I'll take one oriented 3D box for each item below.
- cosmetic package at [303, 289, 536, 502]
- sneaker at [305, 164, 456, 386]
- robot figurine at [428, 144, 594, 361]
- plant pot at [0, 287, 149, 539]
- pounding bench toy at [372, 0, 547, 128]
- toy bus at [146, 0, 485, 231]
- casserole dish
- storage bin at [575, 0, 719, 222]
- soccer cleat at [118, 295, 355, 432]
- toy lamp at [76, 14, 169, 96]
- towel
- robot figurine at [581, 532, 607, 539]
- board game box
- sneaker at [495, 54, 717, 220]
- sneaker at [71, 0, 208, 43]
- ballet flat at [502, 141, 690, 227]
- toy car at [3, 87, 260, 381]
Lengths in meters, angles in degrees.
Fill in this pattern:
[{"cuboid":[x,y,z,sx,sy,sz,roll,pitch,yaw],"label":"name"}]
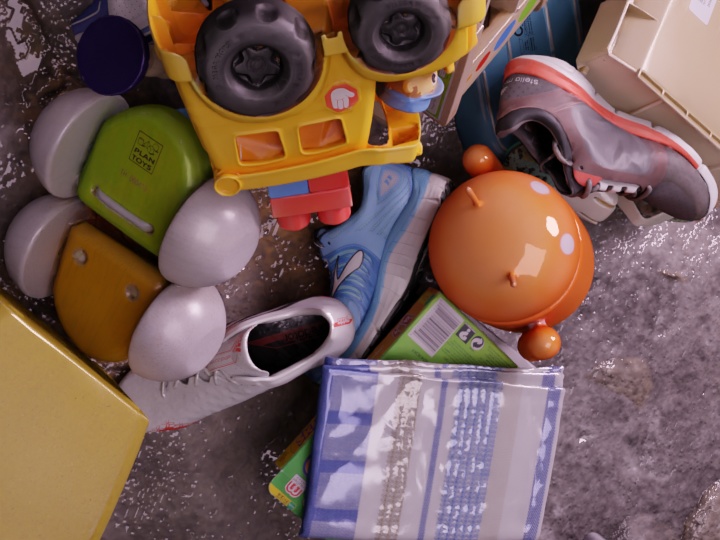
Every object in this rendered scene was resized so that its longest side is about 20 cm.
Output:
[{"cuboid":[0.044,0.130,1.131,0.108,0.085,0.200,37,87,-21],"label":"cosmetic package"},{"cuboid":[0.000,0.000,1.099,0.090,0.078,0.200,29,106,13],"label":"sneaker"},{"cuboid":[0.118,-0.011,1.053,0.117,0.200,0.144,18,88,17],"label":"robot figurine"},{"cuboid":[-0.263,0.115,0.949,0.200,0.200,0.176,44,82,-24],"label":"plant pot"},{"cuboid":[0.061,-0.206,1.022,0.124,0.200,0.156,36,69,9],"label":"pounding bench toy"},{"cuboid":[-0.016,-0.118,0.872,0.200,0.136,0.192,-12,128,2],"label":"toy bus"},{"cuboid":[0.131,-0.174,1.117,0.121,0.039,0.200,-16,107,-17],"label":"casserole dish"},{"cuboid":[0.269,-0.180,1.103,0.199,0.094,0.200,35,67,-24],"label":"storage bin"},{"cuboid":[-0.099,0.070,1.038,0.200,0.085,0.069,-20,86,4],"label":"soccer cleat"},{"cuboid":[-0.117,-0.143,0.958,0.058,0.200,0.058,2,94,22],"label":"toy lamp"},{"cuboid":[0.057,0.138,1.053,0.200,0.024,0.147,4,101,-17],"label":"towel"},{"cuboid":[0.182,0.334,1.220,0.170,0.113,0.200,32,90,-10],"label":"robot figurine"},{"cuboid":[0.023,0.118,1.064,0.096,0.030,0.200,43,83,-19],"label":"board game box"},{"cuboid":[0.179,-0.079,1.047,0.200,0.077,0.082,31,66,-14],"label":"sneaker"},{"cuboid":[-0.125,-0.240,0.956,0.199,0.081,0.115,-29,93,24],"label":"sneaker"},{"cuboid":[0.209,-0.069,1.135,0.200,0.074,0.074,1,103,-30],"label":"ballet flat"},{"cuboid":[-0.144,-0.033,0.983,0.150,0.175,0.200,-29,147,-53],"label":"toy car"}]
